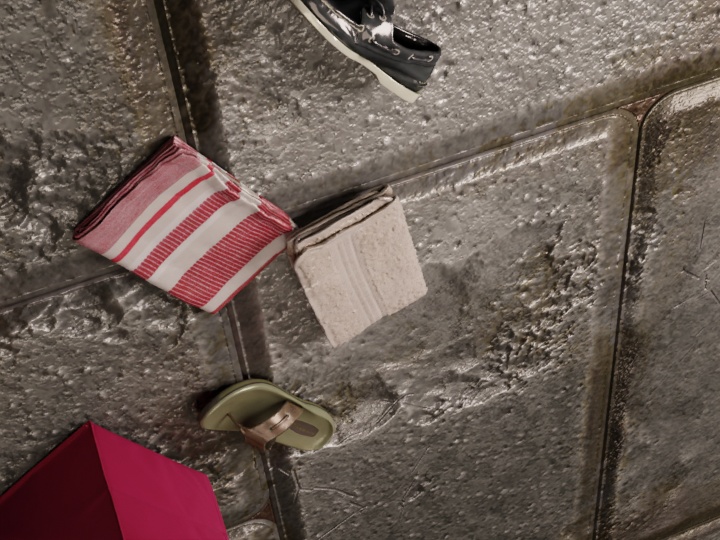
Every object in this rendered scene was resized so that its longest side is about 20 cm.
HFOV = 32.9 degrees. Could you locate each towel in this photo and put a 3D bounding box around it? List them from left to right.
[{"bbox_3d":[-0.166,-0.036,1.213,0.144,0.023,0.200,-41,137,14],"label":"towel"},{"bbox_3d":[0.000,0.000,1.316,0.132,0.035,0.200,-29,143,-5],"label":"towel"}]

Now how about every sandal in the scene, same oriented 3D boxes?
[{"bbox_3d":[-0.100,0.180,1.432,0.201,0.057,0.080,20,119,-41],"label":"sandal"}]

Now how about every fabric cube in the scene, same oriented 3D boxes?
[{"bbox_3d":[-0.280,0.328,1.372,0.196,0.200,0.199,-39,137,12],"label":"fabric cube"}]

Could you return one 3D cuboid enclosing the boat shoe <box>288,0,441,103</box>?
[{"bbox_3d":[0.009,-0.220,1.091,0.066,0.075,0.199,-45,136,14],"label":"boat shoe"}]
